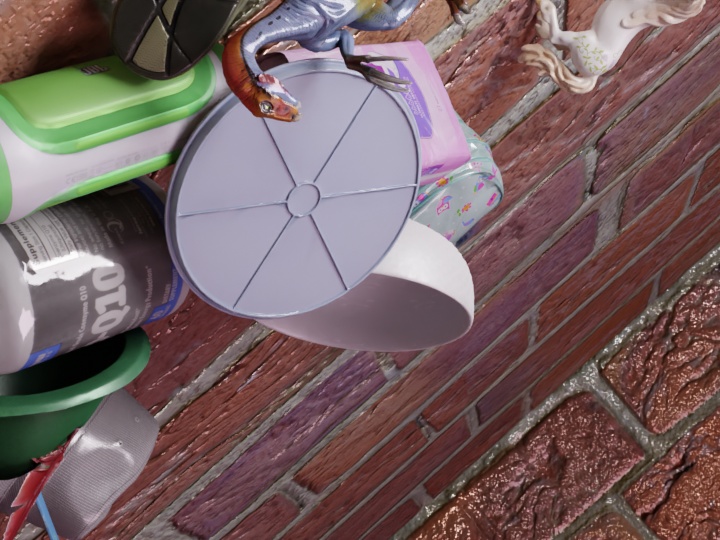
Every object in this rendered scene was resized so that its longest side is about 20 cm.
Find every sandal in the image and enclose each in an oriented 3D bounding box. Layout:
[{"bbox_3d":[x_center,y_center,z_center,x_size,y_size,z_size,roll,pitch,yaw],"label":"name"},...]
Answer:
[{"bbox_3d":[-0.082,-0.205,0.731,0.201,0.080,0.057,-44,-168,-2],"label":"sandal"}]

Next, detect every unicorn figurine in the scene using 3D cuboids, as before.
[{"bbox_3d":[0.249,-0.255,1.122,0.074,0.137,0.200,-20,150,-45],"label":"unicorn figurine"}]

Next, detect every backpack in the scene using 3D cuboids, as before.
[{"bbox_3d":[0.034,-0.067,1.107,0.200,0.127,0.167,-41,162,9],"label":"backpack"}]

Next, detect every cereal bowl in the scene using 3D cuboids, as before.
[{"bbox_3d":[0.000,0.000,0.982,0.200,0.200,0.084,77,20,-67],"label":"cereal bowl"}]

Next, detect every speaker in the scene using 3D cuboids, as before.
[{"bbox_3d":[-0.171,-0.093,0.744,0.200,0.088,0.089,-26,154,-39],"label":"speaker"}]

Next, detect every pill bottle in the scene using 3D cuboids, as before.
[{"bbox_3d":[-0.225,0.006,0.802,0.200,0.114,0.114,-22,151,-44],"label":"pill bottle"}]

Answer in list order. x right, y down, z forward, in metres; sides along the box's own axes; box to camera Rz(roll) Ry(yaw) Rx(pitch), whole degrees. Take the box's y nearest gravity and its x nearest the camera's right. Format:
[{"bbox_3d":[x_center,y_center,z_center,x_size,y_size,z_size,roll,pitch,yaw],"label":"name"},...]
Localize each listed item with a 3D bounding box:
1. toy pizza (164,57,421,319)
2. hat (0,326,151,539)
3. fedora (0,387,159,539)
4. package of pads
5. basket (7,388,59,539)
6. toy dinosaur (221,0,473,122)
[{"bbox_3d":[-0.046,-0.056,0.812,0.200,0.032,0.201,-17,127,-24],"label":"toy pizza"},{"bbox_3d":[-0.249,0.140,0.859,0.200,0.165,0.176,-23,124,-46],"label":"hat"},{"bbox_3d":[-0.246,0.172,1.027,0.177,0.090,0.200,-50,-176,27],"label":"fedora"},{"bbox_3d":[-0.002,-0.122,0.947,0.076,0.121,0.200,-32,170,39],"label":"package of pads"},{"bbox_3d":[-0.339,0.184,0.872,0.200,0.177,0.139,-22,157,-2],"label":"basket"},{"bbox_3d":[-0.017,-0.162,0.754,0.181,0.200,0.105,-26,112,-15],"label":"toy dinosaur"}]
